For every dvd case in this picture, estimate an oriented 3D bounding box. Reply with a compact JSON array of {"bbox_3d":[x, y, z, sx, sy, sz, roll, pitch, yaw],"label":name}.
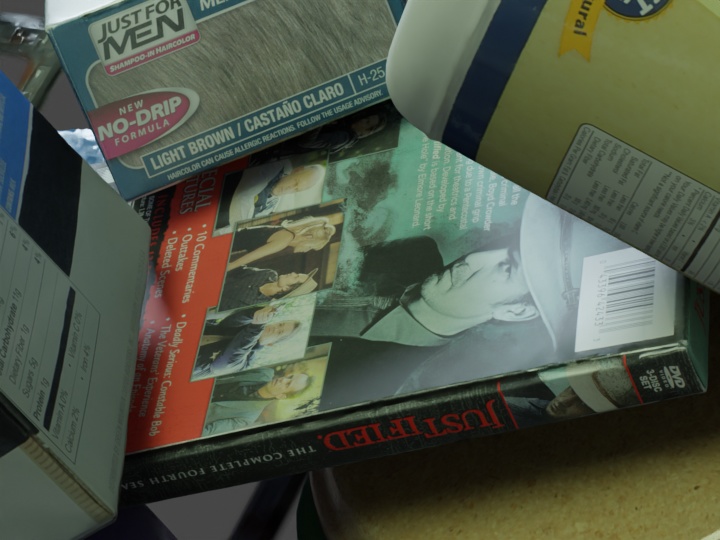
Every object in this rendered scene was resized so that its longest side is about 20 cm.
[{"bbox_3d":[0.000,0.000,0.838,0.199,0.022,0.146,-14,36,17],"label":"dvd case"}]

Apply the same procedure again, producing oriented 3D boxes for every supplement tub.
[{"bbox_3d":[0.122,-0.057,0.741,0.200,0.144,0.145,28,67,3],"label":"supplement tub"}]

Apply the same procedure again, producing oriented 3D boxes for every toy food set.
[{"bbox_3d":[0.071,0.032,0.846,0.199,0.049,0.198,-14,49,21],"label":"toy food set"}]

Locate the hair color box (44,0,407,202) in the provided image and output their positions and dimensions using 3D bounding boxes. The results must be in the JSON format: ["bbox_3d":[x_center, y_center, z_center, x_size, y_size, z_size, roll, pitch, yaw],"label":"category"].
[{"bbox_3d":[-0.043,-0.092,0.943,0.100,0.061,0.200,-22,19,2],"label":"hair color box"}]

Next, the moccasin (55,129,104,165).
[{"bbox_3d":[-0.139,0.010,0.981,0.199,0.068,0.081,-15,41,19],"label":"moccasin"}]

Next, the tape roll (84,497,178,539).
[{"bbox_3d":[-0.113,0.153,0.834,0.199,0.085,0.200,-16,49,19],"label":"tape roll"}]

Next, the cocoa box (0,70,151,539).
[{"bbox_3d":[-0.175,0.029,0.800,0.200,0.131,0.134,-30,30,20],"label":"cocoa box"}]
